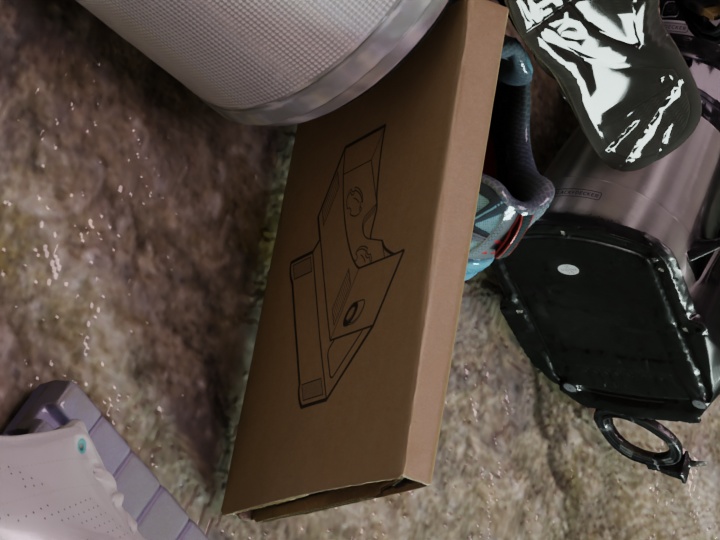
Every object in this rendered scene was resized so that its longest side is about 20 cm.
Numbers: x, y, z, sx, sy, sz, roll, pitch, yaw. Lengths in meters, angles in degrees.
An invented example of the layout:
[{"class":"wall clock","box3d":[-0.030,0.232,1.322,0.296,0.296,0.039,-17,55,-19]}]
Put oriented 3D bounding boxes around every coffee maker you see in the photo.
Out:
[{"class":"coffee maker","box3d":[0.159,-0.035,1.085,0.201,0.134,0.193,-59,162,-31]}]

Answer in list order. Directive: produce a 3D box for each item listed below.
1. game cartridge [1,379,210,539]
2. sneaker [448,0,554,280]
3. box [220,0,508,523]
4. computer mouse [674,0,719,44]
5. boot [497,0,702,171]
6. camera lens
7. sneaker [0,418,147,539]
[{"class":"game cartridge","box3d":[-0.135,0.159,0.817,0.130,0.038,0.200,56,50,-29]},{"class":"sneaker","box3d":[0.044,-0.101,0.968,0.079,0.095,0.201,-11,81,-36]},{"class":"box","box3d":[0.000,0.000,0.881,0.021,0.163,0.201,18,71,-23]},{"class":"computer mouse","box3d":[0.131,-0.148,1.024,0.034,0.200,0.059,22,97,-24]},{"class":"boot","box3d":[0.083,-0.154,0.948,0.200,0.073,0.151,55,6,-47]},{"class":"camera lens","box3d":[-0.059,-0.167,0.844,0.200,0.159,0.161,37,60,-35]},{"class":"sneaker","box3d":[-0.105,0.103,0.789,0.200,0.075,0.089,35,50,-35]}]
